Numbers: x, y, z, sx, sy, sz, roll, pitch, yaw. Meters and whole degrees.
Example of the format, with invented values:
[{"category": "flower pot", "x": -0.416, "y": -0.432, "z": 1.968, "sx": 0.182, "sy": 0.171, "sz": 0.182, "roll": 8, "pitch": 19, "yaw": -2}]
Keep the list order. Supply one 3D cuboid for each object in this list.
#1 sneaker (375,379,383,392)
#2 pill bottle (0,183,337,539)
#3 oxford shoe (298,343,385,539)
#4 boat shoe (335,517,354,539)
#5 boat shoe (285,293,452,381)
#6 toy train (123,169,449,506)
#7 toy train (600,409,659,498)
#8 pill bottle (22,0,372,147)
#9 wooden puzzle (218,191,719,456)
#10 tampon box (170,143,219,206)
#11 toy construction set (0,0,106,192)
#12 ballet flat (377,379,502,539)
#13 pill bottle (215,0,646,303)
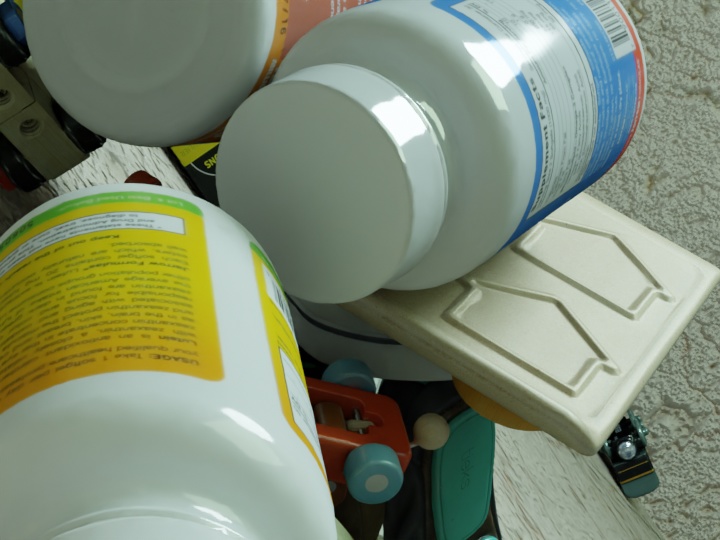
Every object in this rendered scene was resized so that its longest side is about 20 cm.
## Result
[{"category": "sneaker", "x": 0.043, "y": 0.137, "z": 0.911, "sx": 0.200, "sy": 0.088, "sz": 0.076, "roll": 62, "pitch": 8, "yaw": 29}, {"category": "pill bottle", "x": -0.066, "y": 0.062, "z": 0.472, "sx": 0.111, "sy": 0.111, "sz": 0.200, "roll": 52, "pitch": 9, "yaw": -26}, {"category": "oxford shoe", "x": -0.036, "y": 0.079, "z": 0.799, "sx": 0.200, "sy": 0.073, "sz": 0.085, "roll": -122, "pitch": -156, "yaw": -66}, {"category": "boat shoe", "x": -0.002, "y": 0.160, "z": 0.646, "sx": 0.200, "sy": 0.074, "sz": 0.066, "roll": 45, "pitch": 26, "yaw": -47}, {"category": "boat shoe", "x": 0.000, "y": 0.000, "z": 0.802, "sx": 0.200, "sy": 0.072, "sz": 0.066, "roll": -141, "pitch": -129, "yaw": -65}, {"category": "toy train", "x": -0.054, "y": 0.033, "z": 0.704, "sx": 0.150, "sy": 0.056, "sz": 0.200, "roll": 11, "pitch": 30, "yaw": -23}, {"category": "toy train", "x": 0.432, "y": 0.296, "z": 2.637, "sx": 0.200, "sy": 0.085, "sz": 0.114, "roll": -52, "pitch": 119, "yaw": -84}, {"category": "pill bottle", "x": -0.048, "y": -0.113, "z": 0.715, "sx": 0.112, "sy": 0.112, "sz": 0.200, "roll": 57, "pitch": 24, "yaw": 8}, {"category": "wooden puzzle", "x": 0.050, "y": 0.000, "z": 0.727, "sx": 0.185, "sy": 0.046, "sz": 0.200, "roll": 31, "pitch": 31, "yaw": 14}, {"category": "tampon box", "x": -0.031, "y": -0.083, "z": 1.117, "sx": 0.200, "sy": 0.150, "sz": 0.126, "roll": 55, "pitch": 7, "yaw": -6}, {"category": "toy construction set", "x": -0.162, "y": -0.114, "z": 0.717, "sx": 0.200, "sy": 0.092, "sz": 0.131, "roll": 32, "pitch": 23, "yaw": -45}, {"category": "ballet flat", "x": 0.034, "y": 0.128, "z": 0.810, "sx": 0.073, "sy": 0.073, "sz": 0.200, "roll": -113, "pitch": -164, "yaw": -55}, {"category": "pill bottle", "x": 0.030, "y": -0.057, "z": 0.649, "sx": 0.112, "sy": 0.112, "sz": 0.200, "roll": 56, "pitch": 36, "yaw": 2}]
